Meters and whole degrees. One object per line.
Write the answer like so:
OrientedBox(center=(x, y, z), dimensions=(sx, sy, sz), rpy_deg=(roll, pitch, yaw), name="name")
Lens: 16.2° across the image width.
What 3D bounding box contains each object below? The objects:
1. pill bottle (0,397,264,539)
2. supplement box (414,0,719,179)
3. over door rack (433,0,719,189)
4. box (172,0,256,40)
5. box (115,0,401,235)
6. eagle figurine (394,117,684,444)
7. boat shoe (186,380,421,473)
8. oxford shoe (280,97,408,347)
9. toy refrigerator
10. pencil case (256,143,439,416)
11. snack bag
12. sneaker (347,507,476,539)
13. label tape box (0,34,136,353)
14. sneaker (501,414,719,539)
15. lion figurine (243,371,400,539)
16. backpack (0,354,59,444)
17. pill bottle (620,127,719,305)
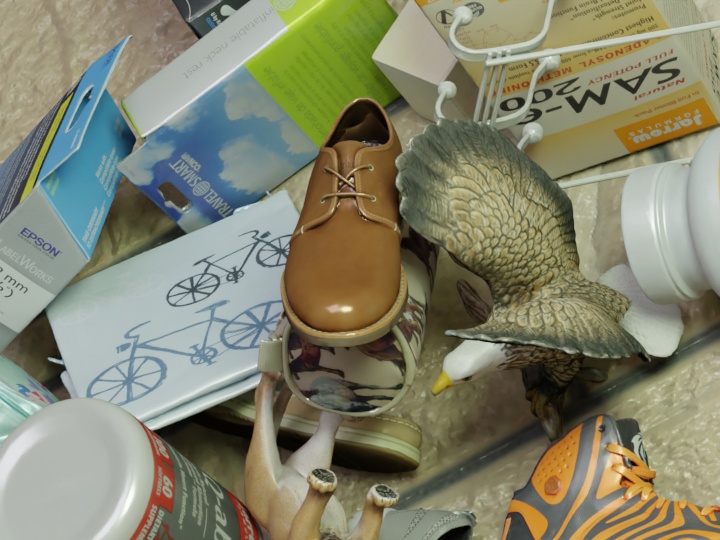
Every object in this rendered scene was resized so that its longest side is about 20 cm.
OrientedBox(center=(-0.125, 0.164, 1.482), dimensions=(0.116, 0.200, 0.116), rpy_deg=(-15, 57, 23), name="pill bottle")
OrientedBox(center=(0.126, -0.151, 1.524), dimensions=(0.126, 0.200, 0.074), rpy_deg=(-19, 51, 21), name="supplement box")
OrientedBox(center=(0.140, -0.102, 1.475), dimensions=(0.200, 0.148, 0.067), rpy_deg=(-1, 55, -7), name="over door rack")
OrientedBox(center=(-0.081, -0.225, 1.730), dimensions=(0.115, 0.132, 0.200), rpy_deg=(-34, 52, 4), name="box")
OrientedBox(center=(-0.061, -0.114, 1.660), dimensions=(0.200, 0.122, 0.048), rpy_deg=(-37, 53, 6), name="box")
OrientedBox(center=(0.096, 0.018, 1.434), dimensions=(0.152, 0.200, 0.151), rpy_deg=(16, 63, 17), name="eagle figurine")
OrientedBox(center=(-0.042, 0.075, 1.569), dimensions=(0.200, 0.074, 0.066), rpy_deg=(14, 76, 35), name="boat shoe")
OrientedBox(center=(-0.009, -0.029, 1.406), dimensions=(0.071, 0.071, 0.200), rpy_deg=(-2, 34, 4), name="oxford shoe")
OrientedBox(center=(0.096, -0.191, 1.646), dimensions=(0.070, 0.076, 0.200), rpy_deg=(25, 78, 37), name="toy refrigerator")
OrientedBox(center=(0.000, 0.000, 1.495), dimensions=(0.089, 0.078, 0.200), rpy_deg=(16, 34, -1), name="pencil case")
OrientedBox(center=(-0.105, 0.030, 1.599), dimensions=(0.188, 0.021, 0.200), rpy_deg=(-24, 31, -6), name="snack bag")
OrientedBox(center=(0.031, 0.218, 1.441), dimensions=(0.082, 0.075, 0.200), rpy_deg=(-16, 55, 23), name="sneaker")
OrientedBox(center=(-0.203, -0.043, 1.659), dimensions=(0.200, 0.066, 0.143), rpy_deg=(-41, 20, 32), name="label tape box")
OrientedBox(center=(0.167, 0.132, 1.414), dimensions=(0.200, 0.078, 0.112), rpy_deg=(-7, 61, 26), name="sneaker")
OrientedBox(center=(-0.034, 0.144, 1.451), dimensions=(0.200, 0.072, 0.123), rpy_deg=(-103, 29, -58), name="lion figurine")
OrientedBox(center=(-0.252, 0.123, 1.558), dimensions=(0.177, 0.200, 0.151), rpy_deg=(36, 93, 16), name="backpack")
OrientedBox(center=(0.253, -0.035, 1.420), dimensions=(0.200, 0.112, 0.112), rpy_deg=(-11, 58, 29), name="pill bottle")
